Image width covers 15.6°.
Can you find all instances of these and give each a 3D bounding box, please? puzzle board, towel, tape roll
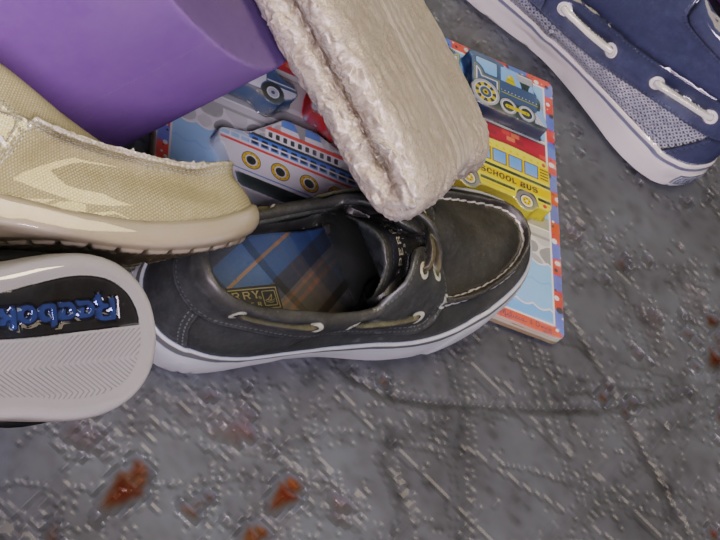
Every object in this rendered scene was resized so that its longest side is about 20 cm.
[{"bbox_3d":[0.003,-0.061,1.132,0.200,0.017,0.151,21,46,-23],"label":"puzzle board"},{"bbox_3d":[-0.014,-0.117,1.038,0.200,0.034,0.133,62,19,-4],"label":"towel"},{"bbox_3d":[-0.110,-0.148,0.997,0.200,0.085,0.200,55,19,-30],"label":"tape roll"}]

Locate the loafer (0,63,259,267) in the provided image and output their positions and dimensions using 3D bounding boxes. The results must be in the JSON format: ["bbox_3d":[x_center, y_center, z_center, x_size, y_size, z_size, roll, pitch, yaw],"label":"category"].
[{"bbox_3d":[-0.125,-0.040,0.902,0.200,0.076,0.068,5,83,-30],"label":"loafer"}]

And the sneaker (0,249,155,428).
[{"bbox_3d":[-0.178,0.026,0.852,0.200,0.112,0.073,5,84,-34],"label":"sneaker"}]

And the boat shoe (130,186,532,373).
[{"bbox_3d":[0.000,0.000,1.036,0.200,0.057,0.069,-12,77,-39],"label":"boat shoe"}]

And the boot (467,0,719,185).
[{"bbox_3d":[0.113,-0.139,1.226,0.200,0.090,0.073,45,41,2],"label":"boot"}]
